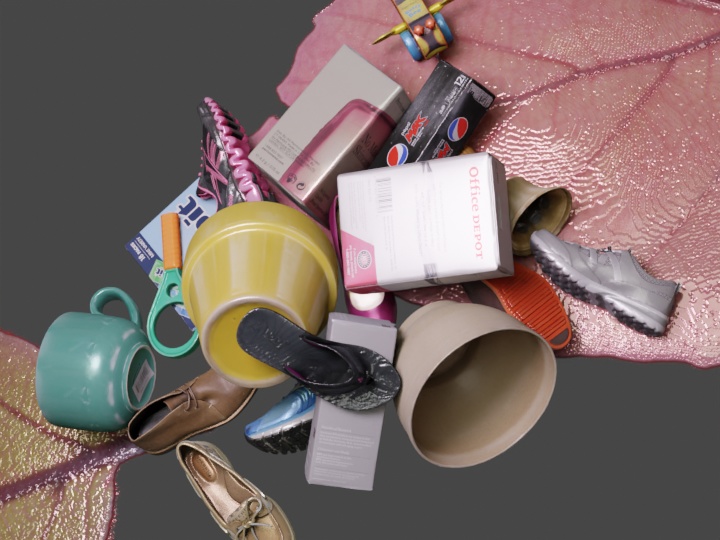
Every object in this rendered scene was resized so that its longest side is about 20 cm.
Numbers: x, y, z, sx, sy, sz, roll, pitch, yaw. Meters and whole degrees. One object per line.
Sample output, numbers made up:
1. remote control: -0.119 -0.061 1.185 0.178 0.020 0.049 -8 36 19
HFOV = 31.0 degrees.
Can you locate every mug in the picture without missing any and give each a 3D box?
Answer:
1. mug: -0.337 0.120 1.705 0.114 0.152 0.185 5 95 17

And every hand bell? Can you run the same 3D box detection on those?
1. hand bell: 0.169 -0.117 1.684 0.104 0.104 0.200 -45 55 0

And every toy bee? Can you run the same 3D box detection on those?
1. toy bee: 0.091 -0.328 1.740 0.200 0.109 0.131 40 86 22

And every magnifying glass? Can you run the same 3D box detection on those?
1. magnifying glass: -0.250 0.019 1.737 0.079 0.022 0.200 -11 71 15

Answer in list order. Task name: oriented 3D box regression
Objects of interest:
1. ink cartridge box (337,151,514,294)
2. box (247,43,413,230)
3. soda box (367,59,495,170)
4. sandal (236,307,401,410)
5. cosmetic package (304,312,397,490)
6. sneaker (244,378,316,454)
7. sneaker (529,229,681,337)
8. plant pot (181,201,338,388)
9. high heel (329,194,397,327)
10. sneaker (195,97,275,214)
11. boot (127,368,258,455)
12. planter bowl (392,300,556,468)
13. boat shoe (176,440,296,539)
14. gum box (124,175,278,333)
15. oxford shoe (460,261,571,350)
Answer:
1. ink cartridge box: 0.081 -0.054 1.593 0.200 0.083 0.147 -7 81 21
2. box: -0.031 -0.174 1.720 0.109 0.128 0.200 40 89 22
3. soda box: 0.086 -0.168 1.693 0.071 0.063 0.200 40 98 42
4. sandal: -0.050 0.108 1.488 0.200 0.048 0.075 23 94 -3
5. cosmetic package: -0.012 0.155 1.567 0.090 0.107 0.200 6 90 -4
6. sneaker: -0.062 0.163 1.672 0.200 0.078 0.090 -30 59 -4
7. sneaker: 0.303 0.001 1.613 0.200 0.075 0.082 33 79 10
8. plant pot: -0.127 0.043 1.610 0.200 0.201 0.189 -20 28 10
9. high heel: 0.000 0.000 1.678 0.067 0.096 0.200 -10 72 13
10. sneaker: -0.190 -0.141 1.745 0.095 0.079 0.200 -31 65 16
11. boot: -0.216 0.173 1.703 0.200 0.075 0.074 -35 67 3
12. planter bowl: 0.117 0.120 1.576 0.200 0.200 0.135 -43 41 1
13. boat shoe: -0.165 0.296 1.659 0.200 0.063 0.073 40 87 21
14. gum box: -0.196 -0.037 1.773 0.200 0.045 0.170 -42 67 0
15. oxford shoe: 0.186 0.032 1.635 0.071 0.073 0.200 -30 65 -27
